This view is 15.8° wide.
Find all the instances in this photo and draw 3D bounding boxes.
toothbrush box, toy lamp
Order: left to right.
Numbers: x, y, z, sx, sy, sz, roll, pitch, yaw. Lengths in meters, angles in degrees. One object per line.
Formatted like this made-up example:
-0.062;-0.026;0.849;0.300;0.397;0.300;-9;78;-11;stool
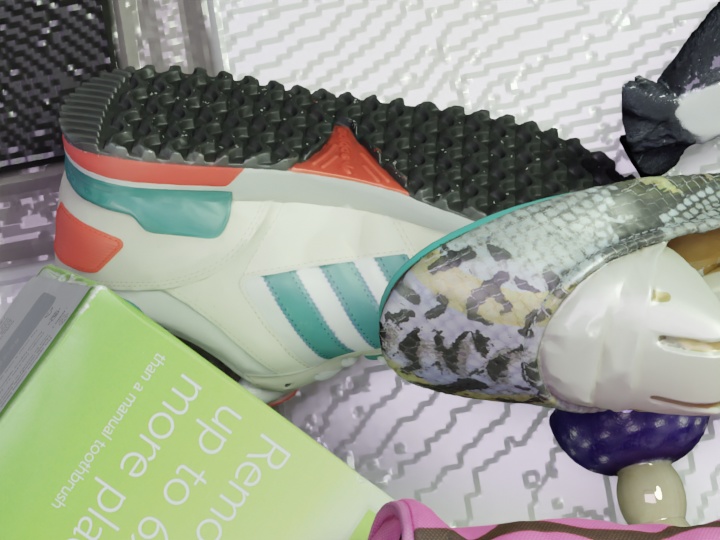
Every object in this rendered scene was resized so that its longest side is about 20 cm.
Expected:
-0.047;0.115;0.748;0.200;0.086;0.146;38;83;-17;toothbrush box
0.105;0.132;0.768;0.058;0.058;0.200;-14;72;7;toy lamp

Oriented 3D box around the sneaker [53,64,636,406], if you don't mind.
0.000;0.000;0.812;0.200;0.070;0.093;10;122;-5;sneaker

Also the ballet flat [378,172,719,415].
0.106;0.008;0.746;0.200;0.072;0.072;-11;84;-20;ballet flat

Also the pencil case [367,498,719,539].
0.090;0.096;0.701;0.200;0.094;0.091;0;114;-18;pencil case

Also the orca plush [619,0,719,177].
0.168;-0.088;0.800;0.200;0.071;0.105;-31;127;9;orca plush
